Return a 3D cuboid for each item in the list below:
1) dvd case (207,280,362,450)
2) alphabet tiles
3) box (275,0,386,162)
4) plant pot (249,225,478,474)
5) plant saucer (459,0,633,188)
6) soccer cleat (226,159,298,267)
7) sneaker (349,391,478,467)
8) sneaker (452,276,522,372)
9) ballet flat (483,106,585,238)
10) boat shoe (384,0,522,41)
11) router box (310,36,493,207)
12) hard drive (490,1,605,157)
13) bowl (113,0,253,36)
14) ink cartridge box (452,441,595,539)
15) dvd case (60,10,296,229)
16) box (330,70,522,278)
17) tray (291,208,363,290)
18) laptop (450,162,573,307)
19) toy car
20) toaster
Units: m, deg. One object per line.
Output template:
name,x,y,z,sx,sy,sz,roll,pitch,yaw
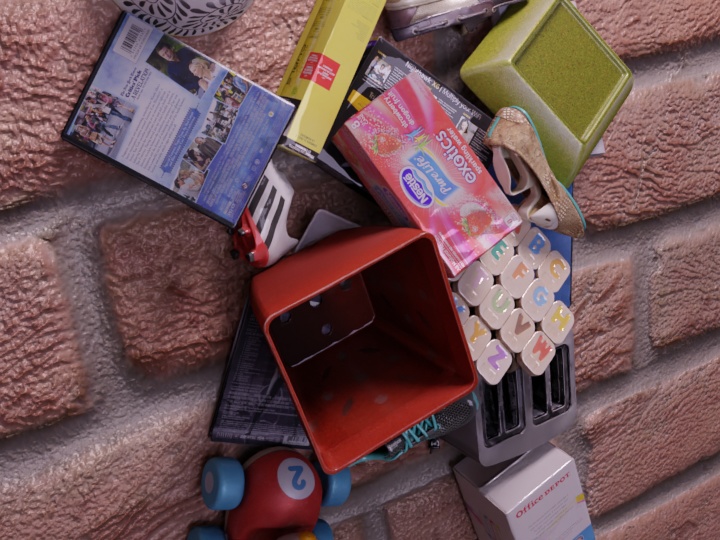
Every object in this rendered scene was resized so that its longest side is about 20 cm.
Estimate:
dvd case,-0.091,0.119,1.093,0.147,0.016,0.202,11,103,-29
alphabet tiles,0.172,0.026,1.075,0.200,0.015,0.196,46,65,-14
box,-0.043,-0.225,1.000,0.050,0.075,0.202,24,92,-33
plant pot,-0.017,0.061,0.998,0.198,0.176,0.202,-27,118,-15
plant saucer,0.245,-0.239,1.104,0.200,0.048,0.201,44,64,-13
soccer cleat,-0.116,-0.102,1.001,0.085,0.068,0.203,-25,115,-38
sneaker,0.052,0.199,1.118,0.198,0.091,0.078,-19,109,12
sneaker,0.169,0.024,1.128,0.075,0.070,0.202,-17,87,-35
ballet flat,0.201,-0.100,1.073,0.065,0.070,0.201,-44,116,-15
boat shoe,0.119,-0.315,1.076,0.198,0.072,0.066,-16,117,-23
router box,0.054,-0.150,1.064,0.199,0.052,0.158,32,86,-18
hard drive,0.239,-0.241,1.149,0.130,0.026,0.203,-9,86,-28
bowl,-0.161,-0.333,0.886,0.198,0.094,0.204,-9,108,-28
ink cartridge box,0.231,0.324,1.282,0.128,0.125,0.202,-32,122,-19
dvd case,-0.184,-0.151,0.919,0.198,0.018,0.144,28,91,-8
box,0.069,-0.099,0.981,0.102,0.095,0.201,-37,95,-9
tray,0.000,0.000,1.109,0.198,0.022,0.108,22,106,-32
laptop,0.157,-0.035,1.149,0.198,0.116,0.190,-13,110,-27
toy car,-0.079,0.325,1.056,0.182,0.200,0.179,7,106,-32
toaster,0.186,0.152,1.219,0.179,0.118,0.203,-17,112,-25
